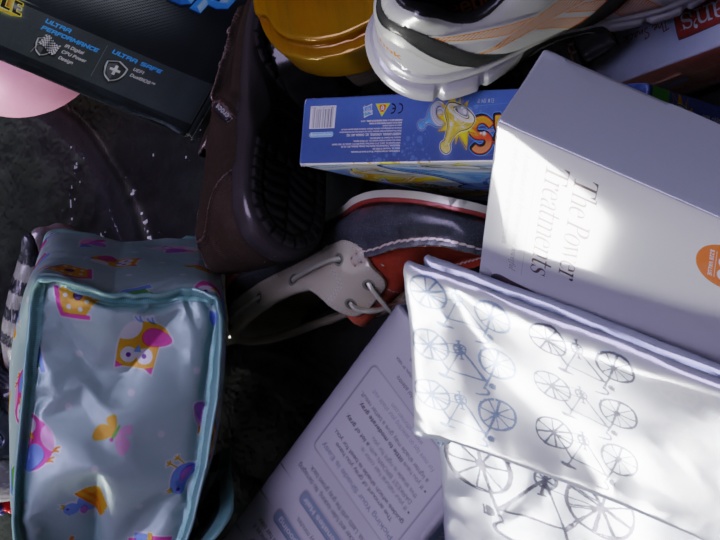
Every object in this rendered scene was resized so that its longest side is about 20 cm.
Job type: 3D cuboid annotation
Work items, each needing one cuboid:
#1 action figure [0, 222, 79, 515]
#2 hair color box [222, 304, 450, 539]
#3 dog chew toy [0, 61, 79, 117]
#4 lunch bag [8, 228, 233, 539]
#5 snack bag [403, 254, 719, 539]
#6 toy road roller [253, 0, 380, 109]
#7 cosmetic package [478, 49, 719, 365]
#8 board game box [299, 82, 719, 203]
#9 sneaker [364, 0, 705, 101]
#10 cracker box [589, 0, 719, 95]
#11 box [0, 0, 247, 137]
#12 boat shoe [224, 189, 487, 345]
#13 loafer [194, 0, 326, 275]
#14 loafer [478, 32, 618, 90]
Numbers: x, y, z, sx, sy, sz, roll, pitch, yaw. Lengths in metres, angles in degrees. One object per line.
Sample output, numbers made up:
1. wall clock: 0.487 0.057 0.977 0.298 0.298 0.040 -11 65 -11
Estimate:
1. action figure: -0.223 0.062 1.326 0.200 0.104 0.194 36 99 36
2. hair color box: 0.009 0.125 1.140 0.200 0.061 0.099 -54 54 23
3. dog chew toy: -0.180 -0.189 1.306 0.200 0.124 0.125 -51 55 15
4. lunch bag: -0.128 0.089 1.177 0.170 0.121 0.201 -118 32 -80
5. snack bag: 0.105 0.096 0.982 0.188 0.021 0.200 21 138 26
6. toy road roller: -0.008 -0.191 1.106 0.123 0.146 0.201 -17 62 21
7. cosmetic package: 0.126 0.014 0.947 0.150 0.052 0.200 23 145 15
8. board game box: 0.089 -0.057 1.039 0.200 0.135 0.035 1 84 42
9. sneaker: 0.095 -0.139 0.958 0.200 0.080 0.074 -28 74 -5
10. cracker box: 0.134 -0.183 1.065 0.134 0.058 0.201 -18 73 40
11. box: -0.146 -0.181 1.220 0.159 0.200 0.046 -58 27 20
12. boat shoe: 0.000 0.000 1.150 0.200 0.071 0.063 -9 65 46
13. loafer: -0.058 -0.079 1.168 0.071 0.073 0.200 -31 34 34
14. loafer: 0.076 -0.182 1.042 0.072 0.073 0.201 -12 81 21
